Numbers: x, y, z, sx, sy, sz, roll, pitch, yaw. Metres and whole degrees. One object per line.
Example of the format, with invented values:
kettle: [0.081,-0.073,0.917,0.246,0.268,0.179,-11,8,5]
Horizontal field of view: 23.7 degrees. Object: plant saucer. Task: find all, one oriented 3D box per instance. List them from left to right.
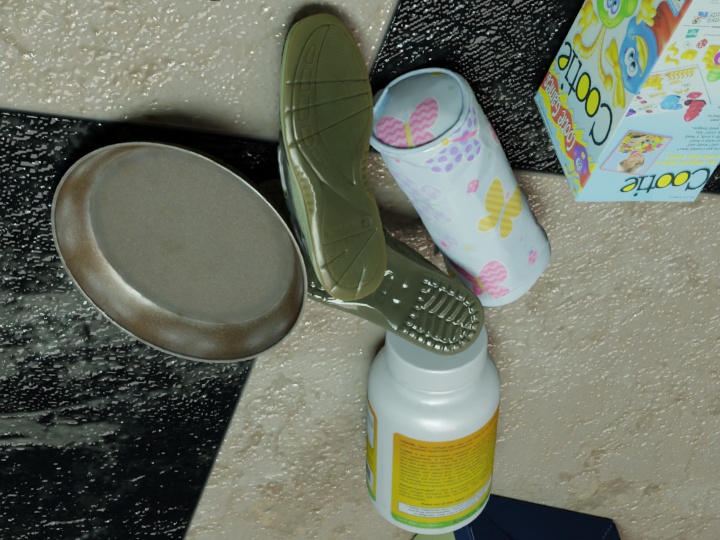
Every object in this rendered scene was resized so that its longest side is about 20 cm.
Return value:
plant saucer: [-0.128,-0.018,1.250,0.199,0.032,0.201,11,131,13]

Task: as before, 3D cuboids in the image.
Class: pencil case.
pencil case: [0.074,-0.060,1.279,0.083,0.091,0.200,-49,139,-15]

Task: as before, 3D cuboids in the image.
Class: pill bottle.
pill bottle: [0.060,0.120,1.436,0.111,0.111,0.201,-8,136,-8]

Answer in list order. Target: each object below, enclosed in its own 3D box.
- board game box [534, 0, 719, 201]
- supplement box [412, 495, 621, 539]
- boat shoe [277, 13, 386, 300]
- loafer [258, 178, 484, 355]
board game box: [0.214,-0.151,1.189,0.104,0.103,0.200,-1,142,-22]
supplement box: [0.135,0.339,1.664,0.199,0.135,0.200,16,129,-29]
boat shoe: [-0.030,-0.079,1.209,0.072,0.066,0.202,-16,106,-26]
loafer: [0.000,0.000,1.292,0.200,0.067,0.076,34,93,1]
